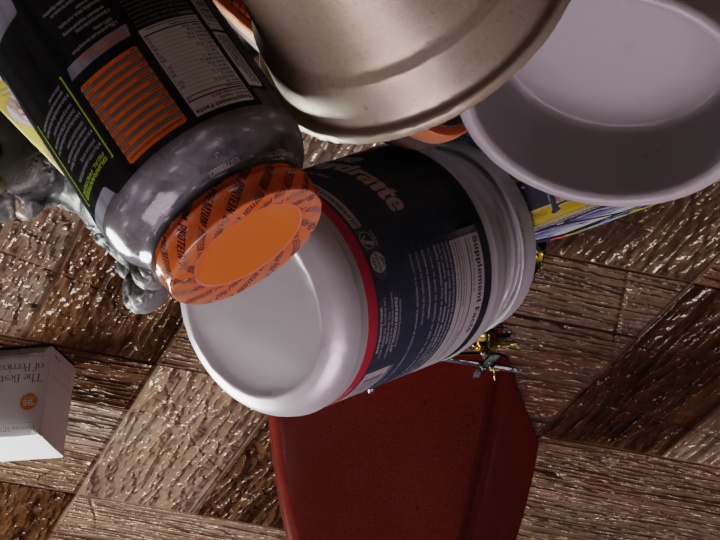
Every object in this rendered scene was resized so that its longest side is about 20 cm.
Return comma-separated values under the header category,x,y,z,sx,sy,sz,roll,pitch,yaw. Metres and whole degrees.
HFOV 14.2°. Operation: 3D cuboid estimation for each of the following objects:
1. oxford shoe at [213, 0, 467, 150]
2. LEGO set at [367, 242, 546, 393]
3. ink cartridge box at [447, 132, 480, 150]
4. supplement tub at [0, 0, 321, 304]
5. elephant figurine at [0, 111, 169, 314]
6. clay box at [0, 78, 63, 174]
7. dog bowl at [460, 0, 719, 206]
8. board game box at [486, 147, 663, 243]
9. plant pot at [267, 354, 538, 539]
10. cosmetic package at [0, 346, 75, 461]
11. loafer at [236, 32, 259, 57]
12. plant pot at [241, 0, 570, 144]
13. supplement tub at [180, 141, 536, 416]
category,x,y,z,sx,sy,sz,roll,pitch,yaw
oxford shoe,-0.029,-0.129,1.713,0.200,0.071,0.073,35,149,-16
LEGO set,0.034,0.024,2.076,0.199,0.116,0.154,8,155,-7
ink cartridge box,0.080,-0.141,1.776,0.116,0.067,0.200,19,152,-28
supplement tub,-0.112,-0.087,1.576,0.122,0.200,0.123,-28,157,-13
elephant figurine,-0.191,-0.074,1.912,0.200,0.155,0.142,30,118,5
clay box,-0.151,-0.110,1.739,0.115,0.048,0.200,-20,130,30
dog bowl,0.143,-0.115,1.649,0.199,0.059,0.200,6,138,6
board game box,0.153,-0.064,1.864,0.200,0.057,0.165,-21,173,42
plant pot,0.030,0.189,2.363,0.199,0.177,0.200,-1,155,12
cosmetic package,-0.337,0.114,2.378,0.199,0.083,0.051,-6,154,20
loafer,-0.114,-0.145,1.793,0.200,0.068,0.076,-31,177,29
plant pot,-0.010,-0.202,1.548,0.200,0.201,0.184,-10,140,29
supplement tub,0.000,0.000,1.765,0.140,0.141,0.200,-21,179,42
